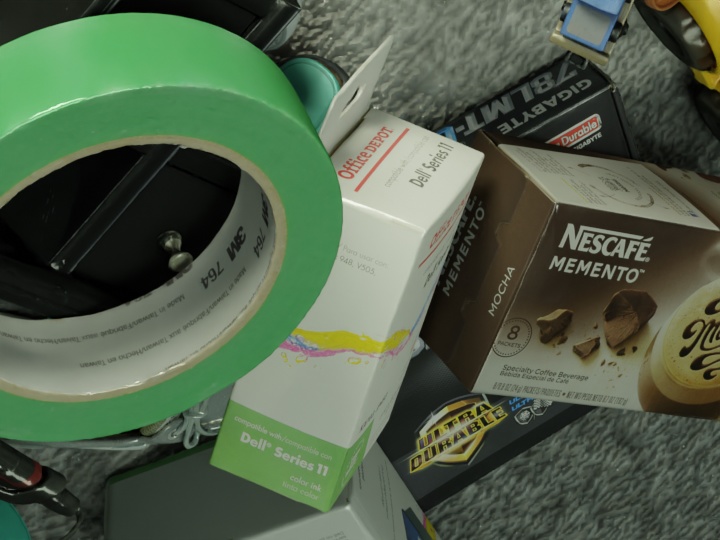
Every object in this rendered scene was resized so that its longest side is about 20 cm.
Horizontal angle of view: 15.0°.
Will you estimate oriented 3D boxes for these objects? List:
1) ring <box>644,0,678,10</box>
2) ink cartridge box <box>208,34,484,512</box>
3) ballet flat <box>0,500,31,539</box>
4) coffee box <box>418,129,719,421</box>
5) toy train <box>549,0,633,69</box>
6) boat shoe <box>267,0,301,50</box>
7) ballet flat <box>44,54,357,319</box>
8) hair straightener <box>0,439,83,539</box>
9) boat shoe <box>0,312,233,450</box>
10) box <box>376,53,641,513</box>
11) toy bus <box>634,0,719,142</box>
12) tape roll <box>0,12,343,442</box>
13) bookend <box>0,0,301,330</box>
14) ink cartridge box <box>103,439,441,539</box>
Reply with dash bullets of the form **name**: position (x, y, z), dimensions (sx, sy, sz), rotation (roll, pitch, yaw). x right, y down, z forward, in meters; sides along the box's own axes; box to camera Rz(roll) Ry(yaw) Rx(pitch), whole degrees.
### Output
- **ring**: position (0.183, -0.212, 1.274), dimensions (0.201, 0.019, 0.201), rotation (-59, 166, -25)
- **ink cartridge box**: position (0.000, 0.000, 1.313), dimensions (0.067, 0.117, 0.201), rotation (22, 116, 8)
- **ballet flat**: position (-0.248, 0.105, 1.355), dimensions (0.063, 0.069, 0.200), rotation (-27, 133, 26)
- **coffee box**: position (0.135, 0.006, 1.420), dimensions (0.199, 0.080, 0.113), rotation (9, 115, -36)
- **toy train**: position (0.136, -0.183, 1.254), dimensions (0.034, 0.046, 0.201), rotation (23, 108, 2)
- **boat shoe**: position (-0.066, -0.184, 1.229), dimensions (0.067, 0.073, 0.200), rotation (-64, 150, -27)
- **ballet flat**: position (-0.073, -0.022, 1.357), dimensions (0.200, 0.073, 0.073), rotation (-47, 131, -2)
- **hair straightener**: position (-0.215, 0.086, 1.297), dimensions (0.200, 0.041, 0.077), rotation (32, 120, -34)
- **boat shoe**: position (-0.127, 0.061, 1.380), dimensions (0.201, 0.065, 0.075), rotation (5, 117, -31)
- **box**: position (0.068, 0.011, 1.470), dimensions (0.199, 0.050, 0.199), rotation (-29, 131, -10)
- **toy bus**: position (0.252, -0.107, 1.402), dimensions (0.136, 0.192, 0.200), rotation (-38, 129, 0)
- **tape roll**: position (-0.107, -0.014, 1.136), dimensions (0.200, 0.048, 0.201), rotation (-15, 137, -14)
- **bookend**: position (-0.086, -0.073, 1.195), dimensions (0.200, 0.092, 0.199), rotation (24, 118, -42)
- **ink cartridge box**: position (-0.030, 0.177, 1.469), dimensions (0.145, 0.088, 0.200), rotation (-21, 130, 14)
